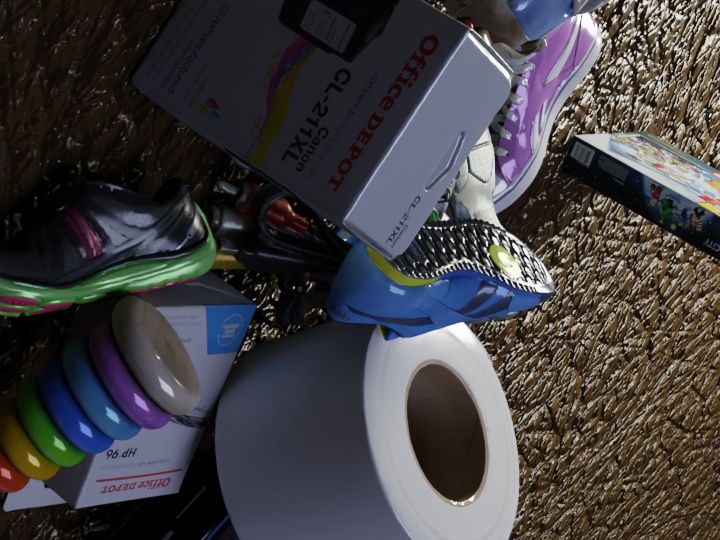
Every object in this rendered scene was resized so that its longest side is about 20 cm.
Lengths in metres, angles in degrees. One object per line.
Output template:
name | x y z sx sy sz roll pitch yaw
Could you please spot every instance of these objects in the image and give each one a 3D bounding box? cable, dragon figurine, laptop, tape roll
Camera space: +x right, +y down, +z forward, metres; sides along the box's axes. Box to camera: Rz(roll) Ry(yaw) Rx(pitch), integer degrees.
cable | -0.030 -0.022 1.405 0.198 0.051 0.097 11 130 -33
dragon figurine | 0.000 0.000 1.532 0.200 0.099 0.059 -42 151 -61
laptop | -0.147 0.237 1.498 0.177 0.200 0.103 -48 112 -16
tape roll | 0.008 0.133 1.421 0.202 0.138 0.205 29 53 -46

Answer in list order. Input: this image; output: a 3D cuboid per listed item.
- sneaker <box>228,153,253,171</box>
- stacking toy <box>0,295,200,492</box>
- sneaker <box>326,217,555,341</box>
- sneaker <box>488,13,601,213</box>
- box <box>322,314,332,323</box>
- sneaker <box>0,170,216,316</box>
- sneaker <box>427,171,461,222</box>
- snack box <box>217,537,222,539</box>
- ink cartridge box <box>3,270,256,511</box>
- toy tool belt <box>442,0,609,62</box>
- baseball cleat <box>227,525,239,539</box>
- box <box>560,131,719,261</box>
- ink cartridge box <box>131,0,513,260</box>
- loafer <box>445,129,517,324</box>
sneaker | -0.016 -0.085 1.409 0.200 0.080 0.147 -41 142 -36
stacking toy | -0.205 0.103 1.267 0.199 0.086 0.085 -33 150 9
sneaker | 0.055 0.011 1.358 0.199 0.066 0.079 2 136 -47
sneaker | 0.115 -0.148 1.559 0.202 0.072 0.114 -62 148 -12
box | 0.004 0.143 1.575 0.048 0.158 0.201 12 108 -58
sneaker | -0.188 -0.019 1.248 0.199 0.076 0.085 -11 87 -39
sneaker | 0.042 -0.053 1.377 0.085 0.078 0.200 -34 158 2
snack box | -0.077 0.324 1.583 0.117 0.199 0.037 -51 152 -7
ink cartridge box | -0.165 0.097 1.377 0.116 0.068 0.202 -1 119 -55
toy tool belt | 0.101 -0.229 1.431 0.200 0.124 0.124 -37 111 -41
baseball cleat | -0.097 0.273 1.542 0.201 0.106 0.070 -53 165 13
box | 0.299 -0.066 1.763 0.136 0.199 0.038 -6 123 -52
ink cartridge box | -0.025 -0.123 1.242 0.146 0.199 0.083 -56 150 -1
loafer | 0.071 -0.055 1.520 0.072 0.063 0.202 -11 86 -52
